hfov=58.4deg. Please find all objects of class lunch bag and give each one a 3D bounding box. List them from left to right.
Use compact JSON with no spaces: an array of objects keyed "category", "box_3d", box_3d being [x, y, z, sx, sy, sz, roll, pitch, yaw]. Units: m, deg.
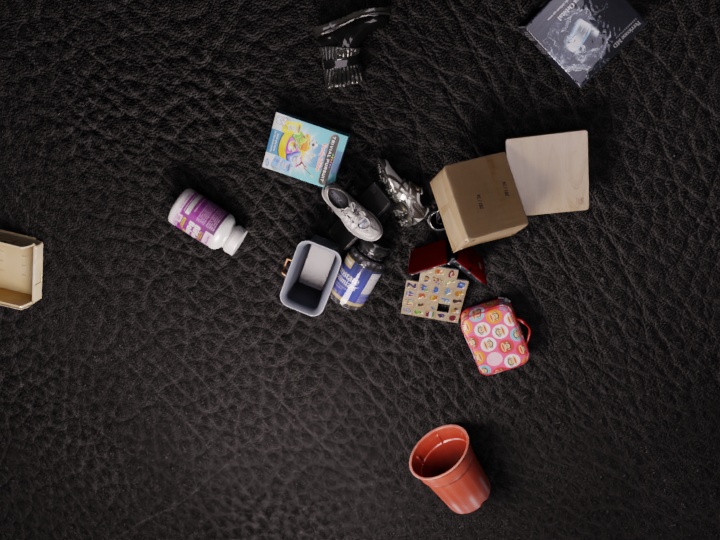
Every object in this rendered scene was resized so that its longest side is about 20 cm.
[{"category":"lunch bag","box_3d":[0.387,0.181,1.808,0.175,0.082,0.201,-20,106,13]}]

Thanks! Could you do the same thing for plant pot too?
[{"category":"plant pot","box_3d":[0.279,0.603,1.924,0.200,0.201,0.196,-29,112,16]}]

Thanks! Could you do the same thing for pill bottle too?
[{"category":"pill bottle","box_3d":[-0.417,-0.129,1.779,0.199,0.112,0.113,32,110,-4]},{"category":"pill bottle","box_3d":[0.000,0.000,1.775,0.111,0.112,0.201,28,110,-4]}]

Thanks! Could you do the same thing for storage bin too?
[{"category":"storage bin","box_3d":[-1.057,-0.008,1.910,0.197,0.094,0.201,13,110,2]},{"category":"storage bin","box_3d":[-0.136,-0.001,1.779,0.145,0.134,0.201,21,110,-1]}]

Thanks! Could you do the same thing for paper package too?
[{"category":"paper package","box_3d":[0.295,-0.170,1.603,0.190,0.103,0.201,-15,80,-17]}]

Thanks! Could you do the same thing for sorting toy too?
[{"category":"sorting toy","box_3d":[0.474,-0.252,1.650,0.198,0.070,0.201,-5,109,9]}]

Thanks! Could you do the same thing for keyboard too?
[{"category":"keyboard","box_3d":[-0.017,-0.161,1.744,0.200,0.021,0.127,-44,77,23]}]

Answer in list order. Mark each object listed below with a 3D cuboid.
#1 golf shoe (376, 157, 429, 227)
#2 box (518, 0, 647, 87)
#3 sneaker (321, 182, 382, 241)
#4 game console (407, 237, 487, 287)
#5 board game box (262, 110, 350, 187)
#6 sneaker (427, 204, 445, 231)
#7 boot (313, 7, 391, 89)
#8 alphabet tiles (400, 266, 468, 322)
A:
[{"category":"golf shoe","box_3d":[0.112,-0.218,1.714,0.094,0.078,0.201,-29,103,-7]},{"category":"box","box_3d":[0.514,-0.573,1.506,0.200,0.118,0.197,42,109,-10]},{"category":"sneaker","box_3d":[-0.027,-0.148,1.676,0.200,0.082,0.075,40,95,0]},{"category":"game console","box_3d":[0.229,-0.009,1.696,0.172,0.200,0.119,39,110,-8]},{"category":"board game box","box_3d":[-0.145,-0.319,1.713,0.199,0.047,0.152,18,111,0]},{"category":"sneaker","box_3d":[0.245,-0.180,1.687,0.071,0.099,0.200,34,109,-4]},{"category":"boot","box_3d":[-0.006,-0.546,1.595,0.210,0.079,0.159,-12,101,22]},{"category":"alphabet tiles","box_3d":[0.206,0.063,1.788,0.166,0.008,0.201,10,133,4]}]
